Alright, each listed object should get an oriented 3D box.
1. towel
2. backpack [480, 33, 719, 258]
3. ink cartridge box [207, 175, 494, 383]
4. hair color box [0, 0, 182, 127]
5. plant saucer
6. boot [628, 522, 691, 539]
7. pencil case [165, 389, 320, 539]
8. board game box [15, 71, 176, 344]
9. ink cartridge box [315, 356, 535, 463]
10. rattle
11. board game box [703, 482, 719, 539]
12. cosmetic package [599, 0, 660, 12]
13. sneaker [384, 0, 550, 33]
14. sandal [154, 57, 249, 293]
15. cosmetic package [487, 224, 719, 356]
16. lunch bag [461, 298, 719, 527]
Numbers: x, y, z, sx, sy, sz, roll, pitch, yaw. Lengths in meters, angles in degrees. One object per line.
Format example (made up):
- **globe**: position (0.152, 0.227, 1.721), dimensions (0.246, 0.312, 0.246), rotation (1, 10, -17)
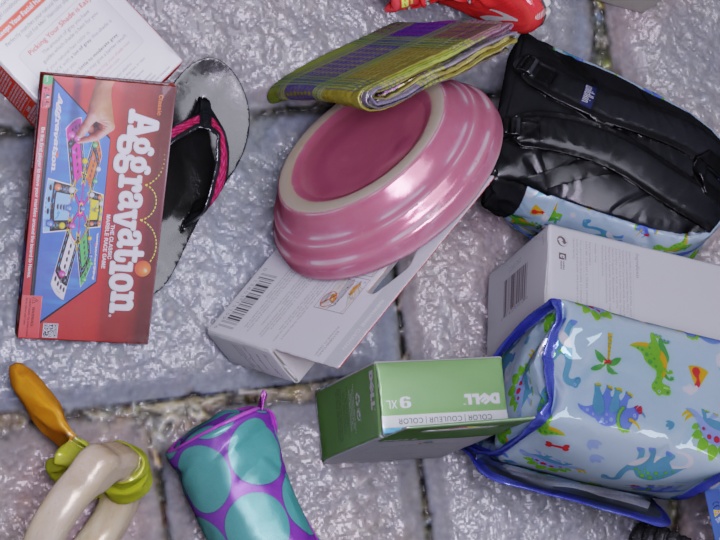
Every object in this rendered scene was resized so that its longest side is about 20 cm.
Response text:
- **towel**: position (0.020, -0.158, 1.715), dimensions (0.143, 0.200, 0.023), rotation (-28, 107, -21)
- **backpack**: position (0.201, -0.080, 1.789), dimensions (0.198, 0.154, 0.164), rotation (11, 56, 2)
- **ink cartridge box**: position (0.000, 0.000, 1.687), dimensions (0.200, 0.173, 0.044), rotation (-50, 125, -19)
- **hair color box**: position (-0.247, -0.191, 1.701), dimensions (0.200, 0.064, 0.111), rotation (47, 72, -6)
- **plant saucer**: position (0.012, -0.081, 1.693), dimensions (0.201, 0.200, 0.051), rotation (-49, 123, -20)
- **boot**: position (0.278, 0.313, 1.768), dimensions (0.210, 0.079, 0.159), rotation (34, 71, -9)
- **pencil case**: position (-0.067, 0.200, 1.674), dimensions (0.092, 0.085, 0.201), rotation (-27, 89, -5)
- **board game box**: position (-0.199, -0.045, 1.669), dimensions (0.102, 0.019, 0.202), rotation (3, 103, -18)
- **ink cartridge box**: position (0.045, 0.102, 1.667), dimensions (0.103, 0.200, 0.060), rotation (-1, 79, -19)
- **rattle**: position (-0.254, 0.192, 1.625), dimensions (0.142, 0.130, 0.201), rotation (32, 98, 1)
- **board game box**: position (0.304, 0.204, 1.725), dimensions (0.034, 0.201, 0.136), rotation (-23, 119, 13)
- **cosmetic package**: position (0.167, -0.296, 1.851), dimensions (0.198, 0.073, 0.105), rotation (15, 75, -15)
- **sneaker**: position (0.056, -0.231, 1.780), dimensions (0.199, 0.077, 0.085), rotation (26, 54, 15)
- **sandal**: position (-0.137, -0.074, 1.724), dimensions (0.075, 0.045, 0.201), rotation (26, 73, -12)
- **cosmetic package**: position (0.211, 0.038, 1.769), dimensions (0.198, 0.113, 0.082), rotation (13, 63, -18)
- **lunch bag**: position (0.179, 0.119, 1.709), dimensions (0.169, 0.200, 0.129), rotation (16, 67, -14)
